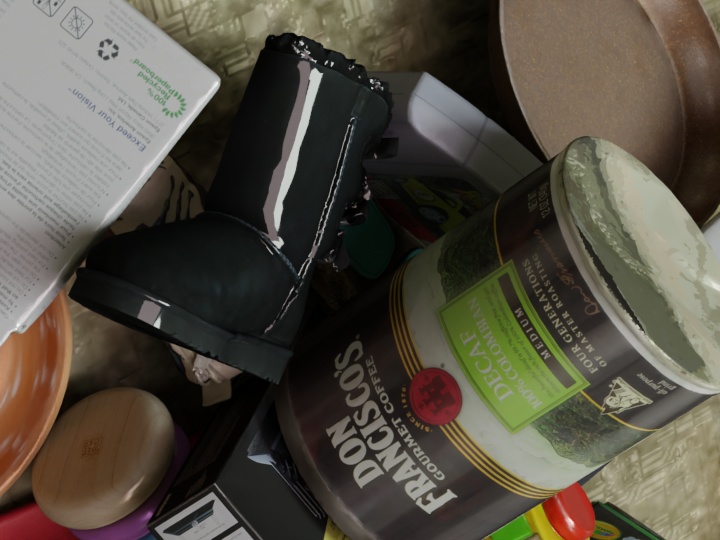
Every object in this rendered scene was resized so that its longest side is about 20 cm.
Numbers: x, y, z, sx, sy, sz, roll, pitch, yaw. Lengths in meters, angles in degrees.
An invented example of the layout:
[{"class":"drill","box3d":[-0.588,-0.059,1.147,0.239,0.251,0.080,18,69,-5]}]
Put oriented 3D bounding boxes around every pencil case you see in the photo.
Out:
[{"class":"pencil case","box3d":[-0.113,-0.017,1.220,0.078,0.090,0.200,-21,136,24]}]

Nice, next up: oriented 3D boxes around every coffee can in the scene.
[{"class":"coffee can","box3d":[0.076,0.045,1.207,0.200,0.147,0.146,-36,134,28]}]

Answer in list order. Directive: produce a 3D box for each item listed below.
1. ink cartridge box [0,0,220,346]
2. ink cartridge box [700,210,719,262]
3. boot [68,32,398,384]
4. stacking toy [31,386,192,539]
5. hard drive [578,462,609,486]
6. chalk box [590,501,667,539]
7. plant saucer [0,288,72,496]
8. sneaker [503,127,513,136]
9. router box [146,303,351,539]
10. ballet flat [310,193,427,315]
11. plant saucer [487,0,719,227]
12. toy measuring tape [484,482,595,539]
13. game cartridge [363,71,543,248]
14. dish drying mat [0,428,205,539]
[{"class":"ink cartridge box","box3d":[-0.202,-0.073,1.108,0.199,0.041,0.200,40,84,-1]},{"class":"ink cartridge box","box3d":[0.193,0.014,1.379,0.043,0.200,0.196,45,65,7]},{"class":"boot","box3d":[-0.055,-0.037,1.139,0.163,0.073,0.198,-68,157,-2]},{"class":"stacking toy","box3d":[-0.095,0.152,1.297,0.085,0.085,0.200,-45,131,-10]},{"class":"hard drive","box3d":[0.077,0.100,1.431,0.200,0.042,0.135,-35,125,-16]},{"class":"chalk box","box3d":[0.149,0.238,1.487,0.200,0.125,0.124,-19,119,-25]},{"class":"plant saucer","box3d":[-0.244,0.048,1.198,0.200,0.037,0.201,-14,117,-29]},{"class":"sneaker","box3d":[0.133,-0.034,1.394,0.200,0.074,0.080,9,106,-36]},{"class":"router box","box3d":[-0.017,0.131,1.262,0.052,0.200,0.157,-33,103,27]},{"class":"ballet flat","box3d":[0.000,0.000,1.325,0.071,0.065,0.200,-56,131,-26]},{"class":"plant saucer","box3d":[0.138,-0.110,1.337,0.200,0.034,0.201,17,64,-38]},{"class":"toy measuring tape","box3d":[0.119,0.185,1.383,0.073,0.074,0.200,-21,79,-25]},{"class":"game cartridge","box3d":[0.056,-0.040,1.297,0.200,0.133,0.041,41,64,-35]},{"class":"dish drying mat","box3d":[-0.150,0.149,1.316,0.200,0.018,0.077,-22,119,-26]}]
